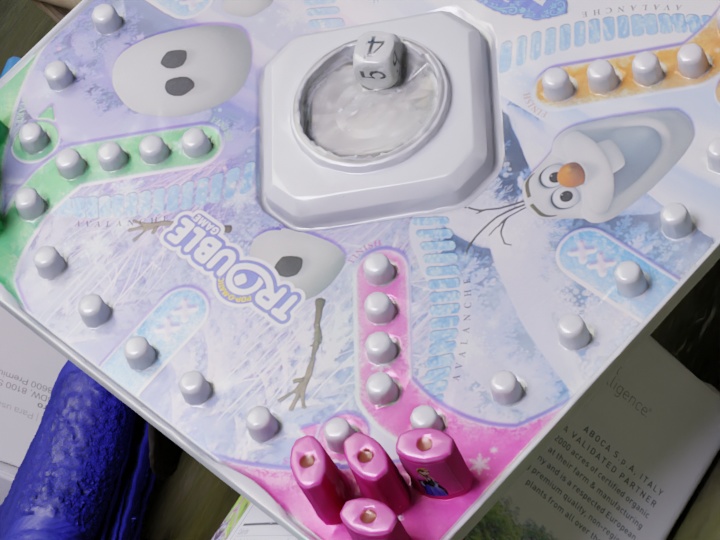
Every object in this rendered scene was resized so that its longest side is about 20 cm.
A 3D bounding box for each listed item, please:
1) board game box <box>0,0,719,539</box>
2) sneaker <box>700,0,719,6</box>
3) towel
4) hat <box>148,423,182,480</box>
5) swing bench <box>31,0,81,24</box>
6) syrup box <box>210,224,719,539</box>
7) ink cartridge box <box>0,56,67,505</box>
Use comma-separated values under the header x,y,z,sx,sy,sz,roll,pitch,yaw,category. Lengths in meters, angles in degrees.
x,y,z,sx,sy,sz,roll,pitch,yaw,category
0.002,-0.044,0.663,0.200,0.026,0.200,35,72,31,board game box
0.156,-0.118,0.706,0.200,0.085,0.077,-53,17,-12,sneaker
-0.116,0.142,0.856,0.148,0.049,0.200,120,167,-50,towel
0.000,0.000,0.842,0.201,0.081,0.201,-61,-5,-9,hat
-0.072,-0.197,1.385,0.199,0.130,0.200,-53,17,-12,swing bench
0.004,0.092,0.656,0.200,0.079,0.081,-57,17,-20,syrup box
-0.149,0.037,1.054,0.145,0.084,0.200,124,161,-47,ink cartridge box
